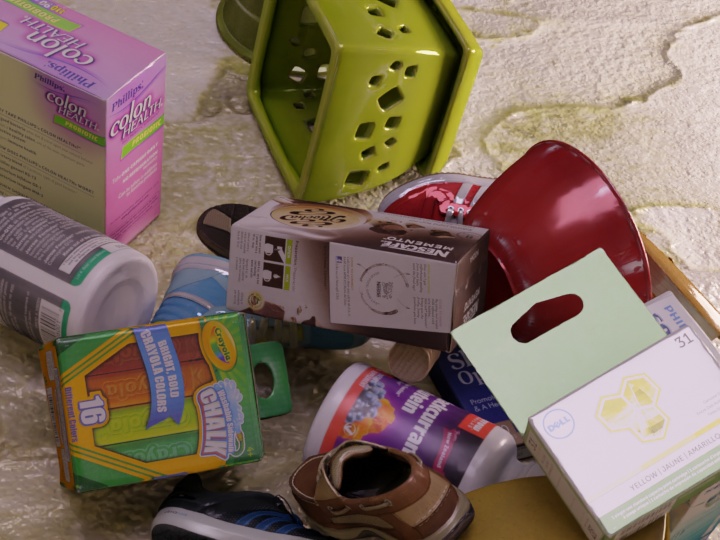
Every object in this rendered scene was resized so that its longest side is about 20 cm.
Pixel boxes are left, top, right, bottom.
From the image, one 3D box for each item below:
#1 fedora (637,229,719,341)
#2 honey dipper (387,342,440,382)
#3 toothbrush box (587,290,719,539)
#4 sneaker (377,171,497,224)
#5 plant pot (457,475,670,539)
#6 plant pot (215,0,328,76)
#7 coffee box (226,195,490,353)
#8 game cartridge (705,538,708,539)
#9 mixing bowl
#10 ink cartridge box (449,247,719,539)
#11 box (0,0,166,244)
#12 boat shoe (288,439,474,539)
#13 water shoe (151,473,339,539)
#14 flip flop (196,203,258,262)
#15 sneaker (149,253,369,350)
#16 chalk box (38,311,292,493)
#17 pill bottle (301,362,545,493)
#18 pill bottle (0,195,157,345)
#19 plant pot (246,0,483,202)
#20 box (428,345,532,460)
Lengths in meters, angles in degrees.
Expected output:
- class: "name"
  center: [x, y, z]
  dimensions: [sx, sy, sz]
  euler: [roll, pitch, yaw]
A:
- class: "fedora"
  center: [0.273, 0.036, 1.512]
  dimensions: [0.082, 0.201, 0.201]
  euler: [-43, 55, 5]
- class: "honey dipper"
  center: [0.065, 0.052, 1.434]
  dimensions: [0.038, 0.038, 0.200]
  euler: [19, 18, 10]
- class: "toothbrush box"
  center: [0.230, 0.136, 1.281]
  dimensions: [0.085, 0.200, 0.147]
  euler: [-25, 66, -24]
- class: "sneaker"
  center: [0.122, -0.036, 1.596]
  dimensions: [0.199, 0.072, 0.113]
  euler: [-2, 41, -15]
- class: "plant pot"
  center: [0.122, 0.271, 1.197]
  dimensions: [0.199, 0.195, 0.196]
  euler: [4, 42, 14]
- class: "plant pot"
  center: [-0.059, -0.354, 1.811]
  dimensions: [0.199, 0.191, 0.201]
  euler: [4, 43, -4]
- class: "coffee box"
  center: [0.000, 0.000, 1.374]
  dimensions: [0.199, 0.080, 0.113]
  euler: [10, 18, 17]
- class: "game cartridge"
  center: [0.229, 0.164, 1.402]
  dimensions: [0.132, 0.041, 0.201]
  euler: [-3, 58, -8]
- class: "mixing bowl"
  center: [0.156, -0.004, 1.444]
  dimensions: [0.108, 0.201, 0.200]
  euler: [-25, 52, -22]
- class: "ink cartridge box"
  center: [0.177, 0.082, 1.167]
  dimensions: [0.145, 0.048, 0.200]
  euler: [-28, 68, -14]
- class: "box"
  center: [-0.285, -0.139, 1.541]
  dimensions: [0.175, 0.201, 0.097]
  euler: [26, 46, 18]
- class: "boat shoe"
  center: [0.006, 0.159, 1.223]
  dimensions: [0.076, 0.074, 0.200]
  euler: [-50, 26, -23]
- class: "water shoe"
  center: [-0.067, 0.212, 1.304]
  dimensions: [0.199, 0.072, 0.079]
  euler: [15, 42, 6]
- class: "flip flop"
  center: [-0.069, 0.004, 1.539]
  dimensions: [0.199, 0.058, 0.081]
  euler: [27, 39, -3]
- class: "sneaker"
  center: [-0.097, 0.062, 1.454]
  dimensions: [0.199, 0.080, 0.131]
  euler: [11, 41, 16]
- class: "chalk box"
  center: [-0.151, 0.104, 1.333]
  dimensions: [0.199, 0.124, 0.126]
  euler: [-9, 88, -17]
- class: "pill bottle"
  center: [0.061, 0.165, 1.345]
  dimensions: [0.199, 0.112, 0.112]
  euler: [24, 45, 15]
- class: "pill bottle"
  center: [-0.290, 0.001, 1.451]
  dimensions: [0.199, 0.114, 0.113]
  euler: [25, 45, 26]
- class: "plant pot"
  center: [0.006, -0.206, 1.671]
  dimensions: [0.181, 0.200, 0.200]
  euler: [-5, 44, -24]
- class: "box"
  center: [0.124, 0.088, 1.495]
  dimensions: [0.121, 0.033, 0.200]
  euler: [-12, 46, -21]
